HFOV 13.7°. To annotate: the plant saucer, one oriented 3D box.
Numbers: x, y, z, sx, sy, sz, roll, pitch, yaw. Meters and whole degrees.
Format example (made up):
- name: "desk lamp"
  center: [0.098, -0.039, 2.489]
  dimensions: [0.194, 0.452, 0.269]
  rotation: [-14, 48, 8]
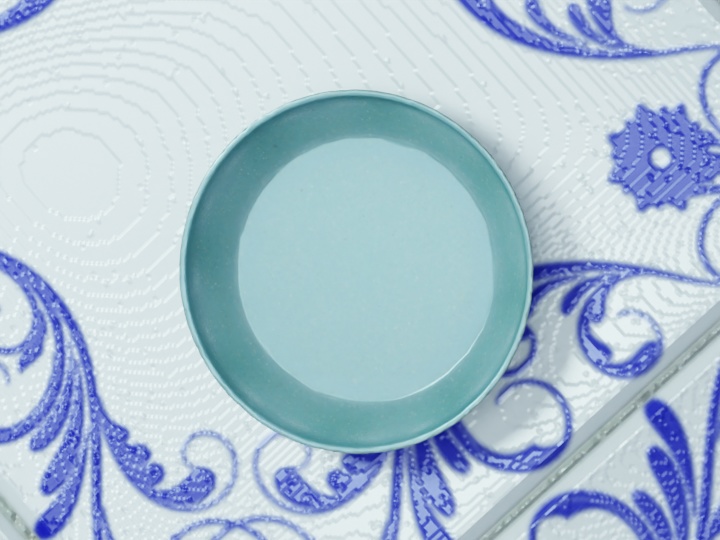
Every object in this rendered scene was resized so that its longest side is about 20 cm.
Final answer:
- name: "plant saucer"
  center: [0.000, 0.000, 1.657]
  dimensions: [0.199, 0.036, 0.201]
  rotation: [1, 94, 13]
